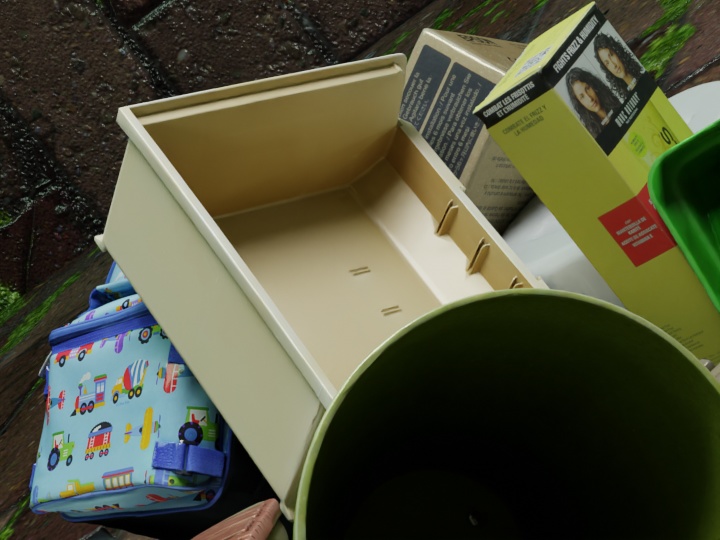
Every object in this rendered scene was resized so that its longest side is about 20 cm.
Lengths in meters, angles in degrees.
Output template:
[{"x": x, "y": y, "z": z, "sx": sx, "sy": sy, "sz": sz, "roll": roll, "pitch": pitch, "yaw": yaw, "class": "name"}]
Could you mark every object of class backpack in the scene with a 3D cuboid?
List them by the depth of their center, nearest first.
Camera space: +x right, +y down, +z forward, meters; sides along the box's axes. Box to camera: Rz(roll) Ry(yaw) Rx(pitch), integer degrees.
[{"x": -0.088, "y": 0.046, "z": 1.146, "sx": 0.182, "sy": 0.134, "sz": 0.202, "roll": -9, "pitch": 68, "yaw": 48, "class": "backpack"}]

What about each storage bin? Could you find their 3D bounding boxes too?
[{"x": 0.000, "y": 0.000, "z": 1.037, "sx": 0.198, "sy": 0.200, "sz": 0.094, "roll": -16, "pitch": -36, "yaw": -35, "class": "storage bin"}]

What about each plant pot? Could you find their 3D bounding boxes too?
[{"x": 0.049, "y": 0.120, "z": 0.855, "sx": 0.187, "sy": 0.187, "sz": 0.200, "roll": -42, "pitch": -2, "yaw": -16, "class": "plant pot"}]

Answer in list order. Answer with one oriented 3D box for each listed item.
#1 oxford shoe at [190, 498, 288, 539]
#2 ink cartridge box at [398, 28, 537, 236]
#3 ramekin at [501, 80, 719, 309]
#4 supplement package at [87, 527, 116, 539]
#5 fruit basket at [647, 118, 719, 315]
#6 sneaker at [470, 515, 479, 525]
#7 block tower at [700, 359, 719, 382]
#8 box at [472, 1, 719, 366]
[{"x": -0.063, "y": 0.169, "z": 0.890, "sx": 0.071, "sy": 0.074, "sz": 0.200, "roll": -30, "pitch": 13, "yaw": 23, "class": "oxford shoe"}, {"x": 0.079, "y": -0.053, "z": 1.242, "sx": 0.200, "sy": 0.075, "sz": 0.166, "roll": -2, "pitch": -60, "yaw": -59, "class": "ink cartridge box"}, {"x": 0.167, "y": -0.016, "z": 1.144, "sx": 0.200, "sy": 0.098, "sz": 0.201, "roll": -36, "pitch": 12, "yaw": 9, "class": "ramekin"}, {"x": -0.166, "y": 0.252, "z": 1.082, "sx": 0.200, "sy": 0.121, "sz": 0.120, "roll": -41, "pitch": 11, "yaw": -12, "class": "supplement package"}, {"x": 0.235, "y": -0.025, "z": 0.893, "sx": 0.215, "sy": 0.156, "sz": 0.216, "roll": -30, "pitch": -4, "yaw": -2, "class": "fruit basket"}, {"x": 0.000, "y": 0.155, "z": 1.061, "sx": 0.200, "sy": 0.075, "sz": 0.081, "roll": -27, "pitch": 16, "yaw": 48, "class": "sneaker"}, {"x": 0.179, "y": 0.075, "z": 0.865, "sx": 0.058, "sy": 0.054, "sz": 0.200, "roll": -42, "pitch": 13, "yaw": -14, "class": "block tower"}, {"x": 0.144, "y": -0.027, "z": 0.996, "sx": 0.050, "sy": 0.200, "sz": 0.075, "roll": -29, "pitch": 14, "yaw": 42, "class": "box"}]
